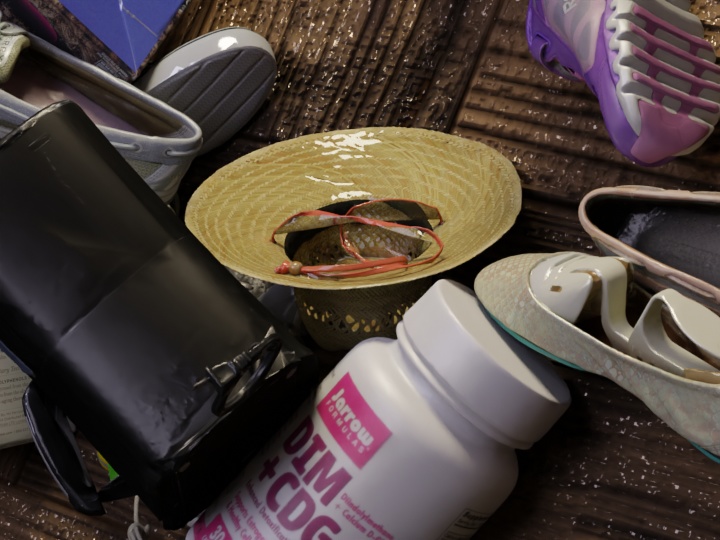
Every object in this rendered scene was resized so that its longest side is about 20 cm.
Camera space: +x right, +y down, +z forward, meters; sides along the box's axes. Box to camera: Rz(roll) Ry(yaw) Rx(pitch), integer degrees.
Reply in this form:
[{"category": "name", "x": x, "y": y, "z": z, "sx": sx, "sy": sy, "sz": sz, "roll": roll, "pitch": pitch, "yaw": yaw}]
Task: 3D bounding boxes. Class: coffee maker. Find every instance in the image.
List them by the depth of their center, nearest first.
[{"category": "coffee maker", "x": -0.123, "y": 0.012, "z": 1.479, "sx": 0.200, "sy": 0.135, "sz": 0.192, "roll": 45, "pitch": 143, "yaw": 12}]

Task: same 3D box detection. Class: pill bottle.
[{"category": "pill bottle", "x": 0.010, "y": 0.108, "z": 1.485, "sx": 0.200, "sy": 0.113, "sz": 0.113, "roll": -48, "pitch": 44, "yaw": 14}]

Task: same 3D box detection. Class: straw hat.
[{"category": "straw hat", "x": 0.000, "y": 0.000, "z": 1.567, "sx": 0.201, "sy": 0.201, "sz": 0.085, "roll": 26, "pitch": 131, "yaw": 47}]

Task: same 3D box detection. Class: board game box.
[{"category": "board game box", "x": -0.225, "y": -0.171, "z": 1.772, "sx": 0.200, "sy": 0.159, "sz": 0.097, "roll": -27, "pitch": 26, "yaw": 51}]

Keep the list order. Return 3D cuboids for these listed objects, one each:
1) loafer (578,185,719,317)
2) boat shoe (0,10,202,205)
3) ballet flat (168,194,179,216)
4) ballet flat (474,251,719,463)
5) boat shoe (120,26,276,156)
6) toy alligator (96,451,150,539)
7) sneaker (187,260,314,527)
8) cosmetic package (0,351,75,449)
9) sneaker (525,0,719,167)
[{"category": "loafer", "x": 0.192, "y": -0.006, "z": 1.407, "sx": 0.200, "sy": 0.063, "sz": 0.072, "roll": 11, "pitch": 76, "yaw": 46}, {"category": "boat shoe", "x": -0.189, "y": -0.109, "z": 1.677, "sx": 0.065, "sy": 0.202, "sz": 0.075, "roll": -55, "pitch": 4, "yaw": 42}, {"category": "ballet flat", "x": -0.135, "y": 0.002, "z": 1.675, "sx": 0.063, "sy": 0.068, "sz": 0.200, "roll": -4, "pitch": 32, "yaw": 3}, {"category": "ballet flat", "x": 0.139, "y": 0.026, "z": 1.424, "sx": 0.200, "sy": 0.067, "sz": 0.063, "roll": 32, "pitch": 134, "yaw": 34}, {"category": "boat shoe", "x": -0.138, "y": -0.099, "z": 1.764, "sx": 0.200, "sy": 0.072, "sz": 0.071, "roll": -34, "pitch": 44, "yaw": 23}, {"category": "toy alligator", "x": -0.130, "y": 0.094, "z": 1.676, "sx": 0.054, "sy": 0.059, "sz": 0.200, "roll": -14, "pitch": 49, "yaw": -10}, {"category": "sneaker", "x": -0.094, "y": 0.040, "z": 1.618, "sx": 0.075, "sy": 0.115, "sz": 0.201, "roll": -8, "pitch": 64, "yaw": 42}, {"category": "cosmetic package", "x": -0.243, "y": 0.004, "z": 1.747, "sx": 0.107, "sy": 0.085, "sz": 0.201, "roll": 2, "pitch": 99, "yaw": 45}, {"category": "sneaker", "x": 0.133, "y": -0.125, "z": 1.522, "sx": 0.088, "sy": 0.080, "sz": 0.201, "roll": -38, "pitch": 42, "yaw": 30}]
